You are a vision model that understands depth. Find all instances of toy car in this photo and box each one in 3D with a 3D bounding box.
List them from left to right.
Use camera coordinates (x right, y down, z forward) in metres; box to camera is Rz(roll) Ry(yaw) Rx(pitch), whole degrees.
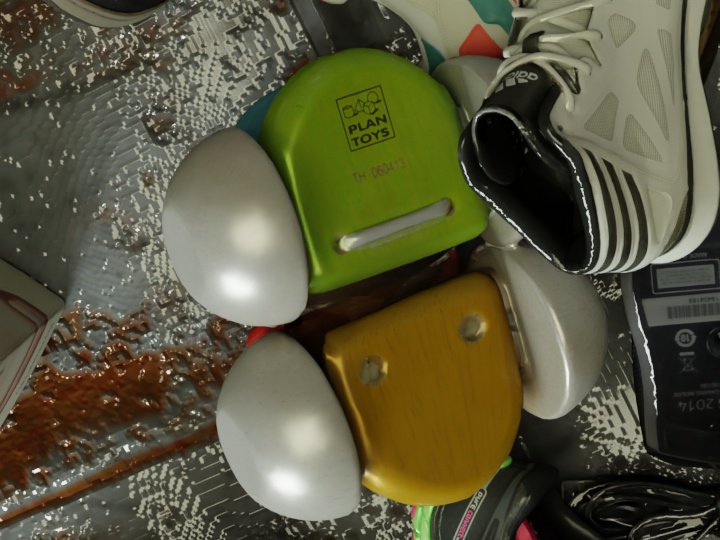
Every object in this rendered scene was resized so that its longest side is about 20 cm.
[{"bbox_3d":[0.000,0.000,0.800,0.175,0.150,0.200,-21,107,-21],"label":"toy car"}]

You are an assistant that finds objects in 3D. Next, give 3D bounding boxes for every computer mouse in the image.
[{"bbox_3d":[0.160,0.037,0.830,0.138,0.053,0.200,0,117,8],"label":"computer mouse"}]

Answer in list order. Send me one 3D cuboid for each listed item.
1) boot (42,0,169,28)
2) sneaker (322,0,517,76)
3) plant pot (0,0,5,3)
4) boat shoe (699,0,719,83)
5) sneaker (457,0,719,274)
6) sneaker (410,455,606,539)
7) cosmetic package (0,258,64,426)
[{"bbox_3d":[-0.081,-0.171,0.733,0.150,0.200,0.073,-30,76,20],"label":"boot"},{"bbox_3d":[0.001,-0.162,0.782,0.093,0.070,0.200,-31,109,26],"label":"sneaker"},{"bbox_3d":[-0.234,-0.192,0.765,0.200,0.184,0.201,3,105,10],"label":"plant pot"},{"bbox_3d":[0.127,-0.123,0.784,0.064,0.071,0.200,22,102,13],"label":"boat shoe"},{"bbox_3d":[0.084,-0.095,0.703,0.076,0.115,0.201,-9,94,34],"label":"sneaker"},{"bbox_3d":[0.091,0.171,0.844,0.084,0.077,0.200,-7,118,42],"label":"sneaker"},{"bbox_3d":[-0.220,0.059,0.823,0.087,0.200,0.104,31,110,0],"label":"cosmetic package"}]
